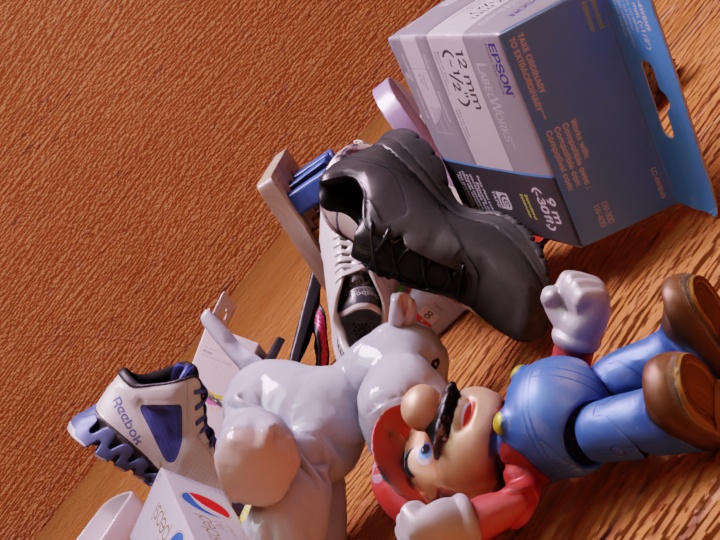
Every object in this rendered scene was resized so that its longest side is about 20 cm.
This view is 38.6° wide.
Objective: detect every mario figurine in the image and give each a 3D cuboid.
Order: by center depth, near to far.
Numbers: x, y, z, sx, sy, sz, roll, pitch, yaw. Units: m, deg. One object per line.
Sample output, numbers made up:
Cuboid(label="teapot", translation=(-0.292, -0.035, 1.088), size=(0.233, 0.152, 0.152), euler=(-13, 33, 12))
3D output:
Cuboid(label="mario figurine", translation=(0.071, 0.065, 0.480), size=(0.199, 0.107, 0.122), euler=(-33, -17, 38))

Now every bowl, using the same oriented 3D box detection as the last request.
Cuboid(label="bowl", translation=(-0.331, 0.381, 1.275), size=(0.201, 0.074, 0.199), euler=(-55, 10, -29))

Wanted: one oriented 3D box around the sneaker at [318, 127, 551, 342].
Cuboid(label="sneaker", translation=(0.045, -0.015, 0.685), size=(0.090, 0.200, 0.077), euler=(-22, -43, -29))

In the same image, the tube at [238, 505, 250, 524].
Cuboid(label="tube", translation=(-0.073, 0.198, 0.853), size=(0.202, 0.051, 0.058), euler=(-62, -24, -21))

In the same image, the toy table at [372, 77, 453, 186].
Cuboid(label="toy table", translation=(0.107, -0.153, 1.011), size=(0.117, 0.185, 0.199), euler=(-37, -21, 15))

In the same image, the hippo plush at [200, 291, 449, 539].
Cuboid(label="hippo plush", translation=(-0.005, 0.112, 0.693), size=(0.158, 0.161, 0.201), euler=(-19, 27, -1))

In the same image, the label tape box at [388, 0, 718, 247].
Cuboid(label="label tape box", translation=(0.111, -0.094, 0.632), size=(0.066, 0.145, 0.200), euler=(-33, 23, -15))

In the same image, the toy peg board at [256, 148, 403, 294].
Cuboid(label="toy peg board", translation=(-0.004, -0.046, 1.061), size=(0.097, 0.201, 0.200), euler=(-32, 12, 8))

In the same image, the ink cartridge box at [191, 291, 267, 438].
Cuboid(label="ink cartridge box", translation=(-0.160, 0.136, 1.183), size=(0.117, 0.066, 0.203), euler=(88, -159, -80))

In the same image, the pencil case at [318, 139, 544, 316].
Cuboid(label="pencil case", translation=(0.048, -0.041, 0.814), size=(0.199, 0.078, 0.090), euler=(30, 88, 42))

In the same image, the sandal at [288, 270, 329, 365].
Cuboid(label="sandal", translation=(-0.049, 0.072, 1.114), size=(0.075, 0.044, 0.203), euler=(113, 170, -72))

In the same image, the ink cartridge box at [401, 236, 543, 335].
Cuboid(label="ink cartridge box", translation=(0.117, -0.047, 0.891), size=(0.200, 0.050, 0.163), euler=(-48, 9, 31))

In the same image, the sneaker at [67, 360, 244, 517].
Cuboid(label="sneaker", translation=(-0.165, 0.154, 0.979), size=(0.116, 0.198, 0.081), euler=(-57, 14, -1))

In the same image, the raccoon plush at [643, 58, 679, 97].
Cuboid(label="raccoon plush", translation=(0.162, -0.191, 0.839), size=(0.133, 0.202, 0.096), euler=(-35, -7, 29))

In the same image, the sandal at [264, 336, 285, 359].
Cuboid(label="sandal", translation=(-0.110, 0.170, 1.144), size=(0.076, 0.047, 0.203), euler=(119, 170, -58))

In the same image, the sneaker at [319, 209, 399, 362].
Cuboid(label="sneaker", translation=(0.000, 0.000, 0.903), size=(0.075, 0.203, 0.081), euler=(-11, -23, 4))

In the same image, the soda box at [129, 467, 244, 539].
Cuboid(label="soda box", translation=(-0.127, 0.226, 0.801), size=(0.069, 0.063, 0.200), euler=(-64, 21, -1))
